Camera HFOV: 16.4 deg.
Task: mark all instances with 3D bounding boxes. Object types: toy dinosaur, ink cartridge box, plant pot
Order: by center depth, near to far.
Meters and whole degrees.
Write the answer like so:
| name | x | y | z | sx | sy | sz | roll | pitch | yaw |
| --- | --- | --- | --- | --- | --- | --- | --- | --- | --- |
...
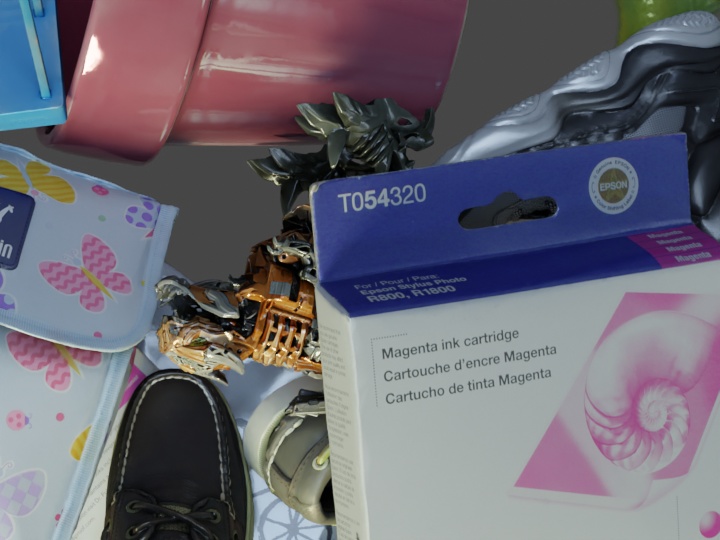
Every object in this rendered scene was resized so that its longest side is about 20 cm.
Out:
| name | x | y | z | sx | sy | sz | roll | pitch | yaw |
| --- | --- | --- | --- | --- | --- | --- | --- | --- | --- |
| ink cartridge box | 0.079 | 0.048 | 1.127 | 0.196 | 0.043 | 0.201 | -9 | 102 | -23 |
| toy dinosaur | 0.000 | 0.000 | 1.155 | 0.200 | 0.102 | 0.136 | 2 | 71 | -42 |
| plant pot | -0.049 | -0.140 | 1.200 | 0.179 | 0.200 | 0.201 | 11 | 84 | -14 |

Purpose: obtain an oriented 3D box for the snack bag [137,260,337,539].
| name | x | y | z | sx | sy | sz | roll | pitch | yaw |
| --- | --- | --- | --- | --- | --- | --- | --- | --- | --- |
| snack bag | -0.100 | 0.106 | 1.249 | 0.188 | 0.021 | 0.200 | 33 | 85 | 2 |

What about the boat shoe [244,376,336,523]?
| name | x | y | z | sx | sy | sz | roll | pitch | yaw |
| --- | --- | --- | --- | --- | --- | --- | --- | --- | --- |
| boat shoe | 0.046 | 0.064 | 1.197 | 0.201 | 0.072 | 0.060 | -22 | 41 | -20 |

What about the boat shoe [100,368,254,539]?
| name | x | y | z | sx | sy | sz | roll | pitch | yaw |
| --- | --- | --- | --- | --- | --- | --- | --- | --- | --- |
| boat shoe | -0.085 | 0.137 | 1.159 | 0.073 | 0.065 | 0.201 | 0 | 72 | -4 |

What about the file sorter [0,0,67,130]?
| name | x | y | z | sx | sy | sz | roll | pitch | yaw |
| --- | --- | --- | --- | --- | --- | --- | --- | --- | --- |
| file sorter | -0.213 | -0.172 | 1.114 | 0.138 | 0.123 | 0.200 | -7 | 57 | -3 |

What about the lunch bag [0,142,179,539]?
| name | x | y | z | sx | sy | sz | roll | pitch | yaw |
| --- | --- | --- | --- | --- | --- | --- | --- | --- | --- |
| lunch bag | -0.190 | 0.036 | 1.138 | 0.169 | 0.127 | 0.200 | 21 | 78 | -8 |

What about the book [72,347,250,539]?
| name | x | y | z | sx | sy | sz | roll | pitch | yaw |
| --- | --- | --- | --- | --- | --- | --- | --- | --- | --- |
| book | -0.168 | 0.070 | 1.218 | 0.134 | 0.048 | 0.200 | -44 | 89 | -6 |

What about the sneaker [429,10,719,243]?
| name | x | y | z | sx | sy | sz | roll | pitch | yaw |
| --- | --- | --- | --- | --- | --- | --- | --- | --- | --- |
| sneaker | 0.117 | -0.037 | 1.237 | 0.200 | 0.075 | 0.114 | -32 | 83 | -6 |
